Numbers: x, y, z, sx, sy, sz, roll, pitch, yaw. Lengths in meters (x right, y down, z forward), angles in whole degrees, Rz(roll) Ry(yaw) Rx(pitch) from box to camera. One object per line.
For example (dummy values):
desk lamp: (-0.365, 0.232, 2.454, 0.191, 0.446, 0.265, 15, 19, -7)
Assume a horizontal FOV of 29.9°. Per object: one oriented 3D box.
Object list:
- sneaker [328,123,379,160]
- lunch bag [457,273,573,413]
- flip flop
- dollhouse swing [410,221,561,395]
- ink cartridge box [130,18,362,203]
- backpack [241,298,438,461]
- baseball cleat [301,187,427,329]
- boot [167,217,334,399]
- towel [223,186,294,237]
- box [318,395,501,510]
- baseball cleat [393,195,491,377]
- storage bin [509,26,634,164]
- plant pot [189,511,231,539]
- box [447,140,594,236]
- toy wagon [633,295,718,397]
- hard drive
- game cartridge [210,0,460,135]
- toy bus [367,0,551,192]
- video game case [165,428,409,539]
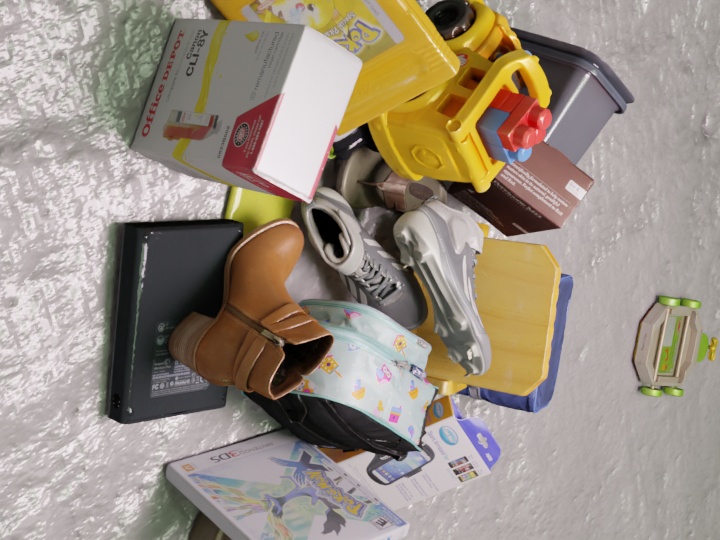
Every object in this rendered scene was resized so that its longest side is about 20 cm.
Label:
sneaker: (0.018, -0.177, 1.518, 0.200, 0.072, 0.083, -27, 126, -40)
lunch bag: (0.185, 0.071, 1.710, 0.136, 0.132, 0.201, 1, 99, -72)
flip flop: (0.044, -0.098, 1.572, 0.200, 0.057, 0.081, 15, 89, -48)
dollhouse swing: (0.151, 0.046, 1.587, 0.182, 0.175, 0.201, 0, 97, -75)
ink cartridge box: (-0.113, -0.157, 1.285, 0.083, 0.200, 0.146, 24, 83, -44)
backpack: (-0.026, 0.114, 1.467, 0.200, 0.175, 0.154, 26, 74, -51)
baseball cleat: (0.000, 0.000, 1.479, 0.070, 0.107, 0.200, -40, 103, 13)
boot: (-0.084, 0.037, 1.343, 0.200, 0.155, 0.077, -46, 131, -27)
towel: (-0.095, -0.131, 1.448, 0.086, 0.018, 0.201, 12, 93, -42)
box: (0.062, 0.221, 1.597, 0.199, 0.042, 0.119, -24, 130, 11)
baseball cleat: (0.113, 0.013, 1.486, 0.106, 0.070, 0.201, -36, 110, -31)
storage bin: (0.209, -0.195, 1.636, 0.145, 0.200, 0.135, 37, 84, -46)
plant pot: (-0.063, 0.326, 1.487, 0.200, 0.173, 0.201, -13, 109, -43)
box: (0.181, -0.098, 1.560, 0.100, 0.200, 0.075, 36, 81, -8)
toy wagon: (0.500, 0.121, 2.130, 0.200, 0.039, 0.156, 6, 96, -48)
hard drive: (-0.187, 0.049, 1.378, 0.139, 0.033, 0.201, -5, 106, -46)
game cartridge: (-0.026, -0.239, 1.345, 0.200, 0.176, 0.032, 50, 37, -22)
toy bus: (0.134, -0.186, 1.441, 0.200, 0.192, 0.136, -54, 138, -20)
video game case: (-0.077, 0.244, 1.432, 0.182, 0.200, 0.022, -11, 126, -45)
